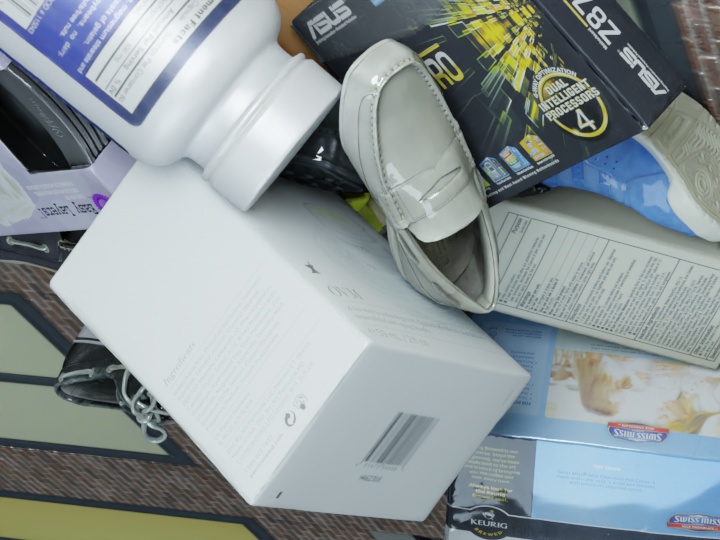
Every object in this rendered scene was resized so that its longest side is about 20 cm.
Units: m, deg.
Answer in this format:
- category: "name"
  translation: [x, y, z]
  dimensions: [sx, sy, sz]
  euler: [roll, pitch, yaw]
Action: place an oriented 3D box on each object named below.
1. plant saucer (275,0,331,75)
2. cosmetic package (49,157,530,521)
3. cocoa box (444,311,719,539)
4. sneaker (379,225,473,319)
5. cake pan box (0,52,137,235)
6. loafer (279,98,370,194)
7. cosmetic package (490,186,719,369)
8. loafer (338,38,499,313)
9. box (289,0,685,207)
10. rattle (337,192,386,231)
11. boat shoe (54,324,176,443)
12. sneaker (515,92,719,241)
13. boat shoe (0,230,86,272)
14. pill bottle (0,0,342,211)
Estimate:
- category: "plant saucer"
  translation: [-0.110, -0.127, 1.473]
  dimensions: [0.200, 0.037, 0.200]
  euler: [1, 149, 1]
- category: "cosmetic package"
  translation: [-0.039, 0.036, 1.422]
  dimensions: [0.200, 0.123, 0.199]
  euler: [42, -166, 28]
- category: "cocoa box"
  translation: [0.164, 0.120, 1.634]
  dimensions: [0.200, 0.133, 0.131]
  euler: [6, 131, 7]
- category: "sneaker"
  translation: [0.061, 0.006, 1.698]
  dimensions: [0.200, 0.087, 0.074]
  euler: [8, 118, -1]
- category: "cake pan box"
  translation: [-0.223, -0.102, 1.472]
  dimensions: [0.200, 0.052, 0.184]
  euler: [-1, 138, 52]
- category: "loafer"
  translation: [-0.011, -0.085, 1.467]
  dimensions: [0.068, 0.070, 0.201]
  euler: [12, -175, 11]
- category: "cosmetic package"
  translation: [0.160, -0.019, 1.568]
  dimensions: [0.200, 0.087, 0.103]
  euler: [16, 134, -11]
- category: "loafer"
  translation: [0.040, -0.050, 1.352]
  dimensions: [0.070, 0.070, 0.200]
  euler: [38, 162, 37]
- category: "box"
  translation: [0.068, -0.123, 1.347]
  dimensions: [0.161, 0.049, 0.200]
  euler: [50, 149, -9]
- category: "rattle"
  translation: [0.000, 0.000, 1.584]
  dimensions: [0.130, 0.200, 0.143]
  euler: [-9, 139, 9]
- category: "boat shoe"
  translation: [-0.147, 0.082, 1.709]
  dimensions: [0.199, 0.068, 0.074]
  euler: [10, 148, 40]
- category: "sneaker"
  translation: [0.146, -0.074, 1.481]
  dimensions: [0.111, 0.077, 0.200]
  euler: [-16, 143, 41]
- category: "boat shoe"
  translation: [-0.224, -0.038, 1.657]
  dimensions: [0.200, 0.073, 0.063]
  euler: [0, 162, 42]
- category: "pill bottle"
  translation: [-0.114, -0.129, 1.322]
  dimensions: [0.200, 0.120, 0.120]
  euler: [39, 157, -1]
